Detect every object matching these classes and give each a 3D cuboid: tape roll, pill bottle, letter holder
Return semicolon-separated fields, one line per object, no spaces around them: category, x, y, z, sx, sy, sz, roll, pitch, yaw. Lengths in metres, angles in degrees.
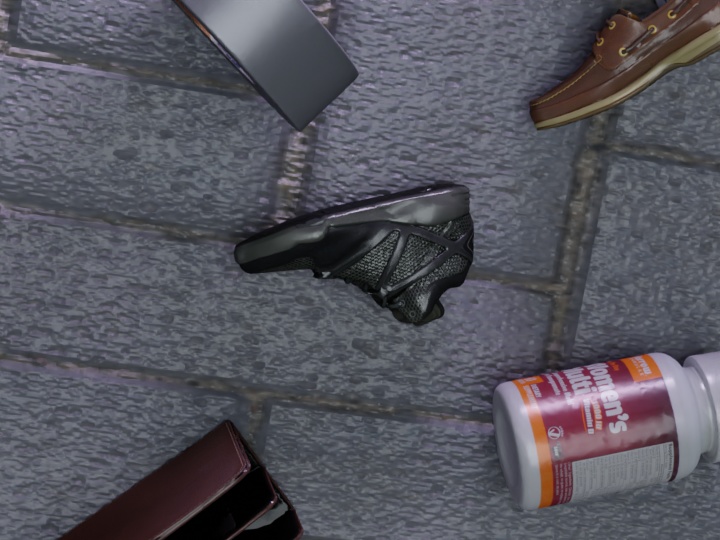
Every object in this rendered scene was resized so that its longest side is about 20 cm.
tape roll;-0.091;-0.199;1.562;0.066;0.200;0.200;-43;105;-1
pill bottle;0.219;0.130;1.725;0.200;0.110;0.110;-11;103;-7
letter holder;-0.152;0.233;1.666;0.200;0.142;0.101;-35;104;-2

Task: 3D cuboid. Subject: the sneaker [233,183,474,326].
sneaker;0.000;0.000;1.680;0.199;0.076;0.114;-11;96;-13

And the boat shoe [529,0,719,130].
boat shoe;0.222;-0.181;1.676;0.200;0.072;0.068;-29;95;15

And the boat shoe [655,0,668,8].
boat shoe;0.276;-0.287;1.674;0.072;0.068;0.200;-4;102;-9
